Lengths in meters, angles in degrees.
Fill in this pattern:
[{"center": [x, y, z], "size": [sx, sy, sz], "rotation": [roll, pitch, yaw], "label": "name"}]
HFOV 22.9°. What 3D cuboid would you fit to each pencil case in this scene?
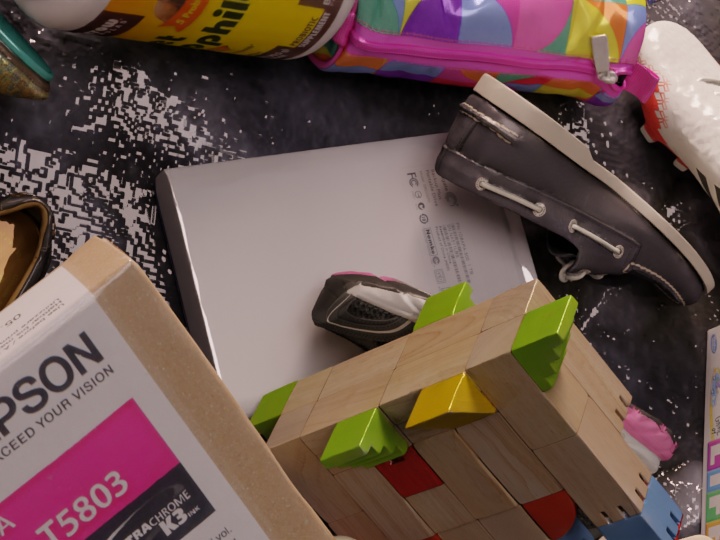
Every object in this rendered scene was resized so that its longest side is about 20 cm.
[{"center": [0.066, -0.140, 0.980], "size": [0.198, 0.088, 0.089], "rotation": [4, 72, -22], "label": "pencil case"}]

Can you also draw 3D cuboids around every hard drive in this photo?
[{"center": [0.000, 0.000, 0.937], "size": [0.198, 0.025, 0.133], "rotation": [-9, 78, -28], "label": "hard drive"}]

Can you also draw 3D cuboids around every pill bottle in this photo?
[{"center": [-0.100, -0.166, 0.869], "size": [0.199, 0.109, 0.110], "rotation": [2, 72, -41], "label": "pill bottle"}]

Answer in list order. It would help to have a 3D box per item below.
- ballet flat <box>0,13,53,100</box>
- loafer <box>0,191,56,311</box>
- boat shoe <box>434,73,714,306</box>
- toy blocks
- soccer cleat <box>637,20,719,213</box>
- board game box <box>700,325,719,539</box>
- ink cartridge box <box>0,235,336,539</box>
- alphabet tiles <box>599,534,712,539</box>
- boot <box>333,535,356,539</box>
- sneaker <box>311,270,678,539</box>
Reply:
[{"center": [-0.231, -0.145, 0.854], "size": [0.071, 0.071, 0.200], "rotation": [-42, 93, -30], "label": "ballet flat"}, {"center": [-0.207, 0.040, 0.796], "size": [0.073, 0.072, 0.201], "rotation": [37, 63, -12], "label": "loafer"}, {"center": [0.117, -0.028, 0.976], "size": [0.200, 0.073, 0.063], "rotation": [37, 92, -33], "label": "boat shoe"}, {"center": [0.056, 0.093, 0.823], "size": [0.137, 0.199, 0.100], "rotation": [50, 40, -20], "label": "toy blocks"}, {"center": [0.225, -0.063, 1.029], "size": [0.068, 0.085, 0.202], "rotation": [-19, 79, -29], "label": "soccer cleat"}, {"center": [0.258, 0.140, 1.013], "size": [0.133, 0.034, 0.202], "rotation": [14, 68, -21], "label": "board game box"}, {"center": [-0.135, 0.113, 0.755], "size": [0.200, 0.075, 0.165], "rotation": [-39, 109, -11], "label": "ink cartridge box"}, {"center": [0.113, 0.216, 0.915], "size": [0.194, 0.015, 0.202], "rotation": [-13, 80, -18], "label": "alphabet tiles"}, {"center": [0.007, 0.214, 0.824], "size": [0.075, 0.107, 0.201], "rotation": [-24, 86, -26], "label": "boot"}, {"center": [0.060, 0.074, 0.890], "size": [0.199, 0.080, 0.087], "rotation": [29, 90, -7], "label": "sneaker"}]
